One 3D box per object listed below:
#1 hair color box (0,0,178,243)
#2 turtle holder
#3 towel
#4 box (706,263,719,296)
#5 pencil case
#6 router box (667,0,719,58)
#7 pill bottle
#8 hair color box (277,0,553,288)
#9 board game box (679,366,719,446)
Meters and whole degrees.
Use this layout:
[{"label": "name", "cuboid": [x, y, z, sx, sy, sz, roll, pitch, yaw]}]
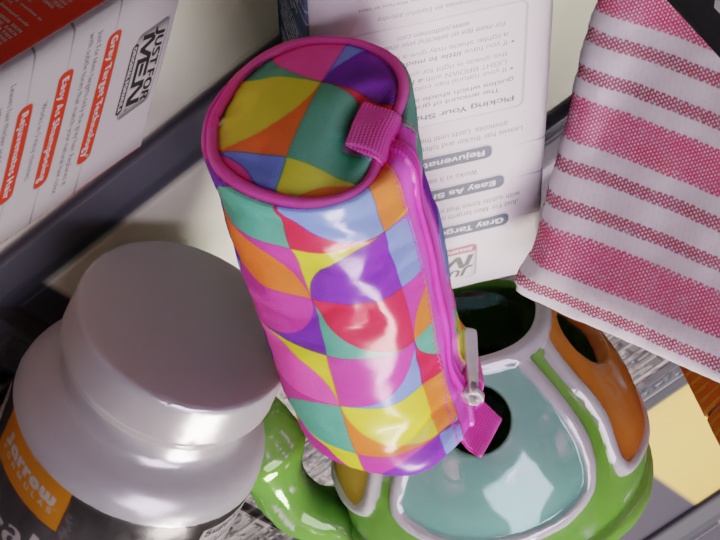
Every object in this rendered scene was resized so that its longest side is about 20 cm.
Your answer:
[{"label": "hair color box", "cuboid": [-0.149, -0.050, 0.796, 0.200, 0.061, 0.102, -39, 159, -43]}, {"label": "turtle holder", "cuboid": [0.041, 0.070, 1.082, 0.184, 0.141, 0.132, 8, 133, 26]}, {"label": "towel", "cuboid": [0.147, -0.054, 0.916, 0.030, 0.146, 0.201, -21, 130, -61]}, {"label": "box", "cuboid": [0.220, -0.086, 0.971, 0.097, 0.125, 0.200, 19, 127, -41]}, {"label": "pencil case", "cuboid": [0.000, 0.000, 0.899, 0.088, 0.089, 0.200, -22, 143, -1]}, {"label": "router box", "cuboid": [0.157, -0.135, 0.794, 0.148, 0.200, 0.051, -18, 144, -29]}, {"label": "pill bottle", "cuboid": [-0.108, 0.089, 1.022, 0.116, 0.117, 0.201, 1, 137, -28]}, {"label": "hair color box", "cuboid": [0.021, -0.073, 0.936, 0.099, 0.061, 0.201, -13, 142, -9]}, {"label": "board game box", "cuboid": [0.288, 0.029, 1.081, 0.199, 0.201, 0.200, 19, 127, -41]}]
